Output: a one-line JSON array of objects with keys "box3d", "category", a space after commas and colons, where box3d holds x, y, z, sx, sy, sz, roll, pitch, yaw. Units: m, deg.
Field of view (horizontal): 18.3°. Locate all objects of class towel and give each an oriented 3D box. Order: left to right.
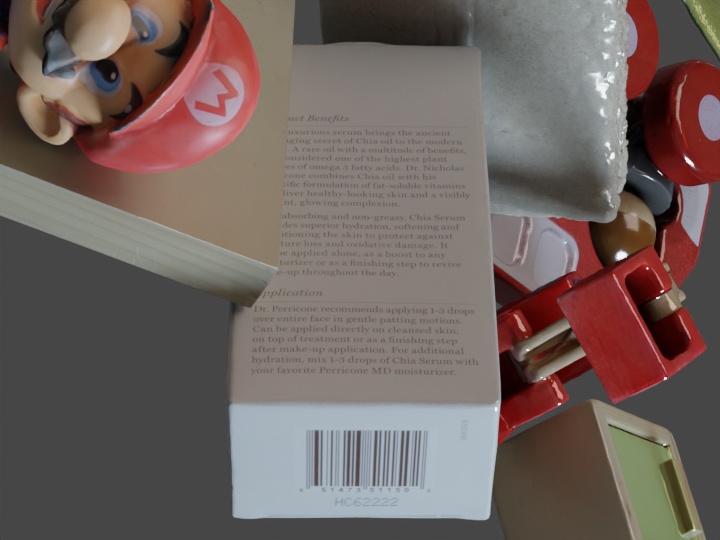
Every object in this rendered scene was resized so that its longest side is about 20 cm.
[{"box3d": [0.050, -0.100, 0.958, 0.200, 0.132, 0.034, 85, 15, -49], "category": "towel"}]

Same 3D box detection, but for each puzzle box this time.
[{"box3d": [-0.090, -0.084, 0.858, 0.133, 0.025, 0.200, 21, 42, -18], "category": "puzzle box"}]

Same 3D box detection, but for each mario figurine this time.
[{"box3d": [-0.119, -0.107, 0.745, 0.200, 0.123, 0.106, 35, 37, -5], "category": "mario figurine"}]

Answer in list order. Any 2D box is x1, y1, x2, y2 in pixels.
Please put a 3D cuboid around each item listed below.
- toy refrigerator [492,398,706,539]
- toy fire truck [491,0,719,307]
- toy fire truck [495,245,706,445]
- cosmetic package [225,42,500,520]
[{"box3d": [0.125, 0.163, 0.989, 0.076, 0.070, 0.200, 24, 44, -49], "category": "toy refrigerator"}, {"box3d": [0.104, -0.045, 1.140, 0.200, 0.112, 0.168, 37, 59, -37], "category": "toy fire truck"}, {"box3d": [0.090, 0.030, 0.970, 0.049, 0.141, 0.200, 60, 23, 0], "category": "toy fire truck"}, {"box3d": [0.000, 0.000, 0.882, 0.071, 0.101, 0.200, 91, -1, -46], "category": "cosmetic package"}]
